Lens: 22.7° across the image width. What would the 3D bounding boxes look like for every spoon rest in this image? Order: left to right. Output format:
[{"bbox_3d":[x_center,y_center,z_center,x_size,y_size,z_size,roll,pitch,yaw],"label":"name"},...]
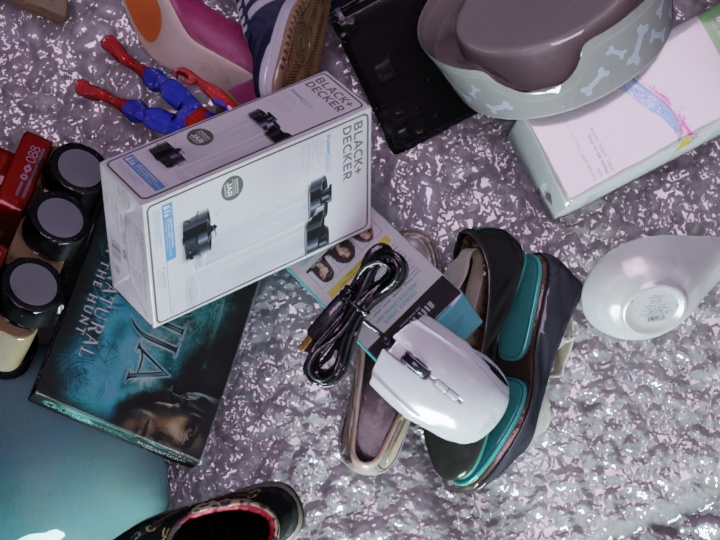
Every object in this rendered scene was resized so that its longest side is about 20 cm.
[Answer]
[{"bbox_3d":[0.272,0.008,1.427,0.198,0.061,0.100,-6,130,-3],"label":"spoon rest"}]

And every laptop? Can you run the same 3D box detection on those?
[{"bbox_3d":[0.055,-0.232,1.472,0.176,0.103,0.201,-28,112,0],"label":"laptop"}]

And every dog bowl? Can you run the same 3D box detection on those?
[{"bbox_3d":[0.145,-0.190,1.350,0.199,0.200,0.059,-28,125,-1],"label":"dog bowl"}]

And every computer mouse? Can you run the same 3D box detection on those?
[{"bbox_3d":[0.048,0.071,1.296,0.199,0.044,0.110,36,94,-36],"label":"computer mouse"}]

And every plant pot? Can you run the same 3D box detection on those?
[{"bbox_3d":[-0.250,0.144,1.370,0.186,0.200,0.202,-13,86,-14],"label":"plant pot"}]

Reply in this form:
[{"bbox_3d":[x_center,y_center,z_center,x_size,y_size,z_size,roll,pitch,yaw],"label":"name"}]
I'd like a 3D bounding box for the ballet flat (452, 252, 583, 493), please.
[{"bbox_3d":[0.132,0.087,1.426,0.072,0.073,0.202,17,82,2],"label":"ballet flat"}]

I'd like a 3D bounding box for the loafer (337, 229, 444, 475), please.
[{"bbox_3d":[0.028,0.066,1.428,0.071,0.063,0.202,13,87,1],"label":"loafer"}]

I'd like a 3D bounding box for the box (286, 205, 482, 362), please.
[{"bbox_3d":[0.000,0.000,1.389,0.082,0.049,0.200,-44,53,-2],"label":"box"}]

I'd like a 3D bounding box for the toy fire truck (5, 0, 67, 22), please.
[{"bbox_3d":[-0.343,-0.192,1.418,0.198,0.129,0.178,-6,77,9],"label":"toy fire truck"}]

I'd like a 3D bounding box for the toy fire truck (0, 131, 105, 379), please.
[{"bbox_3d":[-0.297,-0.047,1.289,0.198,0.129,0.177,24,50,-11],"label":"toy fire truck"}]

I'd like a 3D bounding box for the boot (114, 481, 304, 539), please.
[{"bbox_3d":[-0.139,0.222,1.377,0.198,0.151,0.074,-21,87,-1],"label":"boot"}]

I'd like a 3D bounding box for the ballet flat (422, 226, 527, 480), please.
[{"bbox_3d":[0.074,0.060,1.398,0.068,0.068,0.202,24,73,-39],"label":"ballet flat"}]

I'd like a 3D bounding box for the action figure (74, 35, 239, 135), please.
[{"bbox_3d":[-0.152,-0.128,1.385,0.199,0.099,0.066,30,89,29],"label":"action figure"}]

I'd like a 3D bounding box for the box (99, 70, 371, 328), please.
[{"bbox_3d":[-0.086,-0.054,1.307,0.199,0.118,0.060,-25,45,-29],"label":"box"}]

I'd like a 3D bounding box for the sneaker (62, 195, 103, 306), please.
[{"bbox_3d":[-0.178,-0.053,1.431,0.199,0.076,0.114,-44,93,4],"label":"sneaker"}]

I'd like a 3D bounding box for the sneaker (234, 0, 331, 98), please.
[{"bbox_3d":[-0.083,-0.209,1.400,0.107,0.070,0.202,2,60,17],"label":"sneaker"}]

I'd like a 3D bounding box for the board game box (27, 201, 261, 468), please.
[{"bbox_3d":[-0.151,0.030,1.339,0.134,0.028,0.202,24,65,-16],"label":"board game box"}]

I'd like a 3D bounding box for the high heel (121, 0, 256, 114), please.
[{"bbox_3d":[-0.114,-0.194,1.459,0.096,0.068,0.200,-28,66,-38],"label":"high heel"}]

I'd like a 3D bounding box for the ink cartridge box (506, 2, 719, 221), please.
[{"bbox_3d":[0.222,-0.124,1.395,0.199,0.145,0.088,-30,86,-1],"label":"ink cartridge box"}]
